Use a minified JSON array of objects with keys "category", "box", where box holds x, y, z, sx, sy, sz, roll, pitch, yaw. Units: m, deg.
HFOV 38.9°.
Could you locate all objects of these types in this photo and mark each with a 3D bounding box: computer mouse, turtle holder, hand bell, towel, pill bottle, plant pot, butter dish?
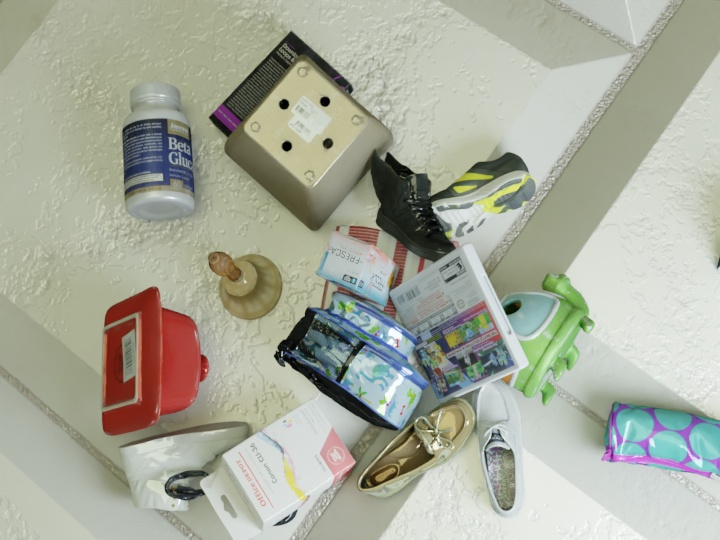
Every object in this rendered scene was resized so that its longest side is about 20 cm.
[{"category":"computer mouse","box":[-0.189,0.334,1.495,0.197,0.034,0.059,15,72,-6]},{"category":"turtle holder","box":[0.253,0.081,1.443,0.131,0.141,0.187,32,86,16]},{"category":"hand bell","box":[-0.190,0.004,1.508,0.103,0.200,0.106,-2,77,10]},{"category":"towel","box":[0.045,0.013,1.558,0.197,0.023,0.146,9,81,14]},{"category":"pill bottle","box":[-0.323,-0.191,1.623,0.109,0.111,0.203,-8,76,8]},{"category":"plant pot","box":[-0.080,-0.203,1.524,0.199,0.177,0.200,41,88,1]},{"category":"butter dish","box":[-0.297,0.143,1.533,0.199,0.146,0.203,-20,67,51]}]

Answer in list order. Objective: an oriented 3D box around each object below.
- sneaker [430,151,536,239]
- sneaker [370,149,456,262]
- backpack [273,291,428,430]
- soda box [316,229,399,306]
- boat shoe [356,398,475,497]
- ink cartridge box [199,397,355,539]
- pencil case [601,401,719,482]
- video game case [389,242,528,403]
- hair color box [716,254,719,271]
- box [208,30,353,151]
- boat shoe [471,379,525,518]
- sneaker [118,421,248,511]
[{"category":"sneaker","box":[0.170,-0.114,1.549,0.198,0.075,0.085,-19,43,15]},{"category":"sneaker","box":[0.078,-0.095,1.495,0.199,0.059,0.105,36,119,44]},{"category":"backpack","box":[0.004,0.127,1.455,0.199,0.183,0.148,34,86,10]},{"category":"soda box","box":[0.000,0.000,1.455,0.063,0.200,0.069,20,86,16]},{"category":"boat shoe","box":[0.081,0.258,1.460,0.200,0.063,0.073,-43,70,8]},{"category":"ink cartridge box","box":[-0.121,0.290,1.466,0.199,0.068,0.117,-31,73,-20]},{"category":"pencil case","box":[0.436,0.242,1.401,0.197,0.086,0.093,10,51,13]},{"category":"video game case","box":[0.134,0.079,1.438,0.023,0.200,0.184,-20,82,-36]},{"category":"hair color box","box":[0.611,-0.015,1.422,0.198,0.100,0.061,15,79,13]},{"category":"box","box":[-0.127,-0.269,1.646,0.143,0.036,0.200,43,89,15]},{"category":"boat shoe","box":[0.195,0.249,1.451,0.071,0.069,0.203,-3,77,9]},{"category":"sneaker","box":[-0.254,0.297,1.528,0.197,0.074,0.117,-13,89,3]}]
